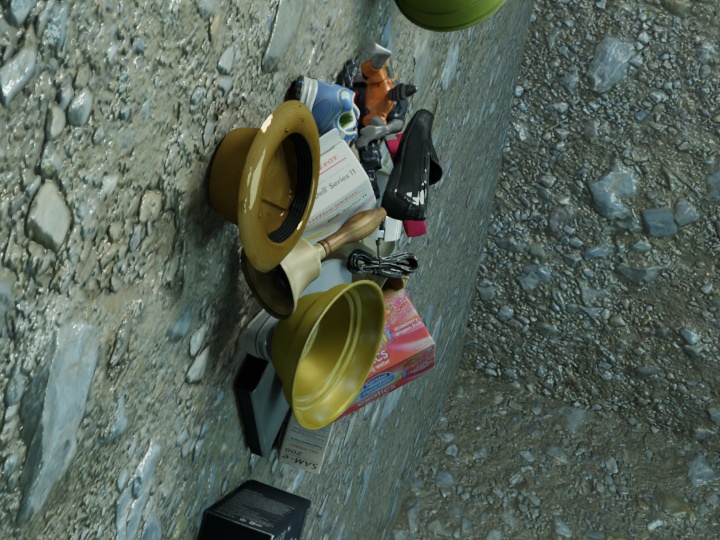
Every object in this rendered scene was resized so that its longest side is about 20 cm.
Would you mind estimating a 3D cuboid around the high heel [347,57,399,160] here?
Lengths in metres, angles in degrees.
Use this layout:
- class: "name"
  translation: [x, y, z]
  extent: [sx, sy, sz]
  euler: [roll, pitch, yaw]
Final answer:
- class: "high heel"
  translation: [0.008, -0.213, 1.584]
  extent: [0.202, 0.070, 0.144]
  euler: [103, 8, -46]

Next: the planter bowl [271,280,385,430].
- class: "planter bowl"
  translation: [-0.056, 0.092, 1.357]
  extent: [0.200, 0.083, 0.203]
  euler: [-42, 144, -40]

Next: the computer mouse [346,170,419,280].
- class: "computer mouse"
  translation: [0.026, -0.078, 1.528]
  extent: [0.044, 0.108, 0.203]
  euler: [120, -29, -49]

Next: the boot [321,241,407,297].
- class: "boot"
  translation: [0.000, 0.000, 1.609]
  extent: [0.073, 0.154, 0.200]
  euler: [-56, 164, -7]

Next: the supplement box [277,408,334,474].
- class: "supplement box"
  translation: [-0.072, 0.210, 1.710]
  extent: [0.126, 0.072, 0.203]
  euler: [174, -67, -86]

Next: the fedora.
- class: "fedora"
  translation: [-0.111, -0.098, 1.174]
  extent: [0.200, 0.081, 0.204]
  euler: [16, 90, -73]

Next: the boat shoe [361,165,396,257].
- class: "boat shoe"
  translation: [0.023, -0.080, 1.736]
  extent: [0.072, 0.069, 0.203]
  euler: [91, -4, -55]

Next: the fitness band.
- class: "fitness band"
  translation: [0.070, -0.133, 1.643]
  extent: [0.200, 0.037, 0.146]
  euler: [-100, 177, -69]

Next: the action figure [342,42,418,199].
- class: "action figure"
  translation: [0.034, -0.205, 1.467]
  extent: [0.193, 0.103, 0.204]
  euler: [-7, 87, -86]

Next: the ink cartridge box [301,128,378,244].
- class: "ink cartridge box"
  translation: [-0.045, -0.093, 1.386]
  extent: [0.116, 0.068, 0.200]
  euler: [-33, 162, -2]

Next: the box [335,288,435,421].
- class: "box"
  translation: [-0.001, 0.126, 1.525]
  extent: [0.198, 0.103, 0.095]
  euler: [-26, 154, -9]

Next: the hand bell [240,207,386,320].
- class: "hand bell"
  translation: [-0.042, -0.030, 1.340]
  extent: [0.199, 0.104, 0.105]
  euler: [-31, 143, -33]

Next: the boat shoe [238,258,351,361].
- class: "boat shoe"
  translation: [-0.095, 0.049, 1.449]
  extent: [0.202, 0.085, 0.075]
  euler: [-47, 131, -37]

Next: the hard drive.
- class: "hard drive"
  translation: [-0.131, 0.162, 1.542]
  extent: [0.201, 0.032, 0.141]
  euler: [88, 22, -55]

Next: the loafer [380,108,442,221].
- class: "loafer"
  translation: [0.079, -0.143, 1.472]
  extent: [0.069, 0.069, 0.202]
  euler: [112, -4, -49]

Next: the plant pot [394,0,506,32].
- class: "plant pot"
  translation: [0.107, -0.469, 1.477]
  extent: [0.193, 0.198, 0.203]
  euler: [42, 65, -63]

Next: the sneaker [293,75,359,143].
- class: "sneaker"
  translation: [-0.040, -0.176, 1.384]
  extent: [0.200, 0.076, 0.077]
  euler: [78, 19, -70]

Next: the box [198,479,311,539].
- class: "box"
  translation: [-0.162, 0.411, 1.558]
  extent: [0.200, 0.105, 0.151]
  euler: [-12, 117, -77]
